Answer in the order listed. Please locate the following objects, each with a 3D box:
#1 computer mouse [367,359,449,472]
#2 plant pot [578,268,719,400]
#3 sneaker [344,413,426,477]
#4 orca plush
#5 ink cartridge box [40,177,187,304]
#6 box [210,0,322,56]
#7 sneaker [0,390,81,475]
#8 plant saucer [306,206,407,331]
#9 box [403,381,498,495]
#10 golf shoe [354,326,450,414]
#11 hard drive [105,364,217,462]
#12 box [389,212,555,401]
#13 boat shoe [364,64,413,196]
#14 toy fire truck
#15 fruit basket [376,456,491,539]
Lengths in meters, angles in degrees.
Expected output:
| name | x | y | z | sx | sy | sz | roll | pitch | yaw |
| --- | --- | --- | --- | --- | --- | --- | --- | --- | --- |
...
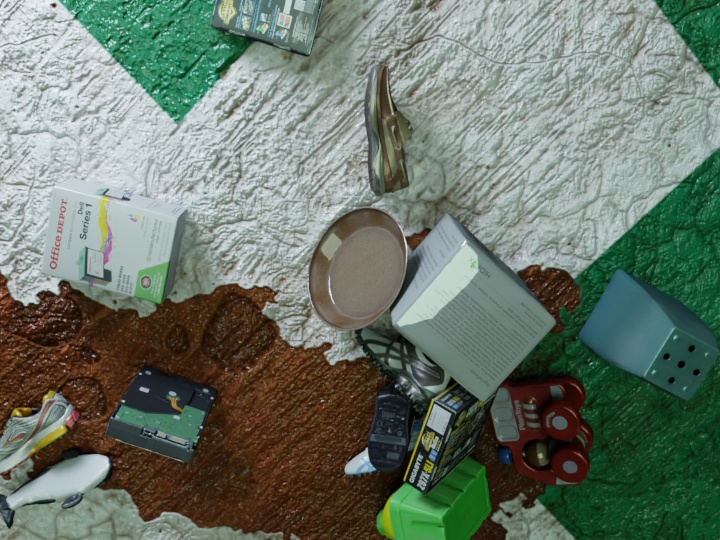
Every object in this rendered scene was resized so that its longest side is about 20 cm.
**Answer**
| name | x | y | z | sx | sy | sz | roll | pitch | yaw |
| --- | --- | --- | --- | --- | --- | --- | --- | --- | --- |
| computer mouse | 0.085 | 0.240 | 1.233 | 0.137 | 0.046 | 0.205 | -2 | 71 | 18 |
| plant pot | 0.476 | 0.115 | 1.179 | 0.139 | 0.200 | 0.143 | 26 | 103 | -9 |
| sneaker | 0.054 | 0.303 | 1.287 | 0.198 | 0.072 | 0.073 | -31 | 81 | 7 |
| orca plush | -0.523 | 0.390 | 1.279 | 0.198 | 0.105 | 0.072 | -33 | 146 | -17 |
| ink cartridge box | -0.392 | -0.048 | 1.162 | 0.196 | 0.084 | 0.148 | 14 | 104 | -5 |
| box | -0.126 | -0.442 | 1.087 | 0.156 | 0.046 | 0.204 | 14 | 104 | -6 |
| sneaker | -0.583 | 0.280 | 1.253 | 0.198 | 0.078 | 0.083 | -35 | 100 | -3 |
| plant saucer | 0.000 | 0.000 | 1.162 | 0.201 | 0.201 | 0.036 | -50 | 142 | 11 |
| box | 0.157 | 0.256 | 1.201 | 0.049 | 0.199 | 0.163 | 26 | 114 | 26 |
| golf shoe | 0.071 | 0.143 | 1.200 | 0.094 | 0.200 | 0.078 | -44 | 144 | -6 |
| hard drive | -0.315 | 0.228 | 1.178 | 0.137 | 0.200 | 0.039 | 20 | 104 | -8 |
| box | 0.164 | 0.052 | 1.150 | 0.199 | 0.199 | 0.172 | 40 | 101 | -12 |
| boat shoe | 0.045 | -0.220 | 1.144 | 0.070 | 0.076 | 0.204 | -5 | 114 | -5 |
| toy fire truck | 0.314 | 0.282 | 1.277 | 0.165 | 0.112 | 0.204 | -8 | 106 | 25 |
| fruit basket | 0.105 | 0.413 | 1.273 | 0.211 | 0.216 | 0.159 | -11 | 105 | 1 |
